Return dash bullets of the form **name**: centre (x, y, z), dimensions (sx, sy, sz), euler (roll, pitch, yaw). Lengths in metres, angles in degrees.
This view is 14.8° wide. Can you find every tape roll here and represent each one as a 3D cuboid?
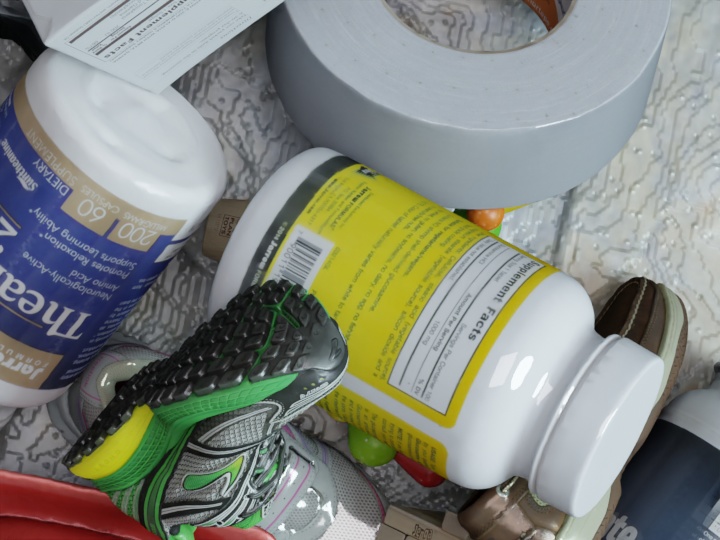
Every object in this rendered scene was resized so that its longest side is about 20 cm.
- **tape roll**: centre (0.053, -0.129, 1.392), dimensions (0.200, 0.066, 0.201), euler (4, 56, -5)

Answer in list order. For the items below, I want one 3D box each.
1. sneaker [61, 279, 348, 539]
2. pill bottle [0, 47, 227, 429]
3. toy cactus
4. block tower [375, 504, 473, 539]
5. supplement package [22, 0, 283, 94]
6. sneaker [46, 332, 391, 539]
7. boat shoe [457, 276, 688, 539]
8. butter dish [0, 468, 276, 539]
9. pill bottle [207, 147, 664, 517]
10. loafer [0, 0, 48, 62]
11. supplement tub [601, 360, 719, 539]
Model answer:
- **sneaker**: centre (-0.057, 0.069, 1.286), dimensions (0.085, 0.200, 0.078), euler (42, 55, -9)
- **pill bottle**: centre (-0.163, -0.005, 1.355), dimensions (0.111, 0.111, 0.200), euler (38, 115, -4)
- **toy cactus**: centre (0.000, 0.000, 1.423), dimensions (0.165, 0.102, 0.201), euler (13, 95, 4)
- **block tower**: centre (0.020, 0.214, 1.407), dimensions (0.058, 0.054, 0.201), euler (22, 95, 36)
- **supplement package**: centre (-0.075, -0.209, 1.290), dimensions (0.200, 0.111, 0.156), euler (-34, 69, 15)
- **sneaker**: centre (-0.069, 0.102, 1.404), dimensions (0.200, 0.088, 0.082), euler (29, 85, -5)
- **boat shoe**: centre (0.105, 0.067, 1.395), dimensions (0.075, 0.075, 0.203), euler (37, 47, -11)
- **butter dish**: centre (-0.150, 0.216, 1.344), dimensions (0.199, 0.148, 0.200), euler (13, 107, -7)
- **pill bottle**: centre (0.037, 0.032, 1.313), dimensions (0.200, 0.112, 0.113), euler (29, 84, 17)
- **loafer**: centre (-0.137, -0.122, 1.416), dimensions (0.200, 0.073, 0.072), euler (45, 79, -4)
- **supplement tub**: centre (0.179, 0.151, 1.406), dimensions (0.140, 0.140, 0.200), euler (39, 84, -4)
